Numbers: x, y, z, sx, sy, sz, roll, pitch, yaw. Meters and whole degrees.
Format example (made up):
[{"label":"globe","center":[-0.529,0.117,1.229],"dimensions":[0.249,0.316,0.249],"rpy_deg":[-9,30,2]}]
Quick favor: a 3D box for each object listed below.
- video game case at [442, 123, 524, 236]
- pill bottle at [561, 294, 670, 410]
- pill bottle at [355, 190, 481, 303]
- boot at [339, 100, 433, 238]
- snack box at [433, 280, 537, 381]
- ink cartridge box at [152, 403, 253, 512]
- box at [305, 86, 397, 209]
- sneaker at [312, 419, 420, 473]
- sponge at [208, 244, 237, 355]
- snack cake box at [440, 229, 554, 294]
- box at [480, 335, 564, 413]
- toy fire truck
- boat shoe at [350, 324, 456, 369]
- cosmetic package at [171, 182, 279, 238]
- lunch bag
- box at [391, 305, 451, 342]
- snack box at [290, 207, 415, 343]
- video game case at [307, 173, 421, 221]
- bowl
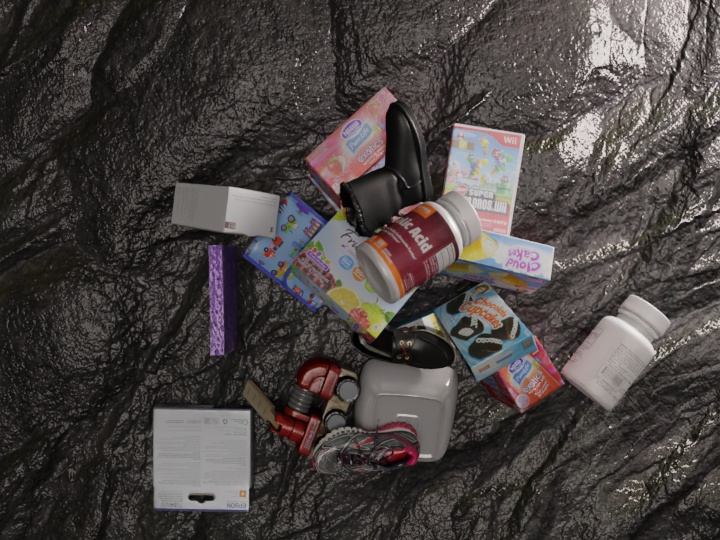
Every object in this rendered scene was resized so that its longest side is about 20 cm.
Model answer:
[{"label":"video game case","center":[0.235,-0.173,1.222],"dimensions":[0.140,0.017,0.204],"rpy_deg":[9,91,1]},{"label":"pill bottle","center":[0.485,0.152,1.187],"dimensions":[0.114,0.114,0.201],"rpy_deg":[39,92,-1]},{"label":"pill bottle","center":[0.101,-0.043,1.061],"dimensions":[0.198,0.114,0.115],"rpy_deg":[-33,91,-14]},{"label":"boot","center":[0.035,-0.166,1.070],"dimensions":[0.161,0.073,0.201],"rpy_deg":[-30,122,-19]},{"label":"snack box","center":[0.213,0.101,1.100],"dimensions":[0.115,0.201,0.037],"rpy_deg":[-29,117,1]},{"label":"ink cartridge box","center":[-0.309,0.368,1.235],"dimensions":[0.195,0.041,0.204],"rpy_deg":[2,92,0]},{"label":"box","center":[0.002,-0.223,1.157],"dimensions":[0.200,0.103,0.095],"rpy_deg":[-43,84,-4]},{"label":"sneaker","center":[0.009,0.324,1.121],"dimensions":[0.196,0.075,0.082],"rpy_deg":[-13,107,1]},{"label":"sponge","center":[-0.260,0.054,1.192],"dimensions":[0.029,0.112,0.204],"rpy_deg":[-1,91,2]},{"label":"snack cake box","center":[0.248,-0.020,1.179],"dimensions":[0.196,0.115,0.068],"rpy_deg":[13,73,1]},{"label":"box","center":[0.273,0.177,1.144],"dimensions":[0.095,0.200,0.101],"rpy_deg":[-32,91,-5]},{"label":"toy fire truck","center":[-0.120,0.244,1.203],"dimensions":[0.197,0.129,0.179],"rpy_deg":[21,91,-10]},{"label":"boat shoe","center":[0.076,0.142,1.148],"dimensions":[0.198,0.063,0.075],"rpy_deg":[13,108,26]},{"label":"cosmetic package","center":[-0.247,-0.109,1.136],"dimensions":[0.198,0.112,0.083],"rpy_deg":[9,93,45]},{"label":"lunch bag","center":[-0.106,-0.029,1.211],"dimensions":[0.199,0.094,0.151],"rpy_deg":[39,88,-12]},{"label":"box","center":[0.146,0.120,1.221],"dimensions":[0.197,0.049,0.084],"rpy_deg":[-23,91,1]},{"label":"snack box","center":[0.000,0.000,1.131],"dimensions":[0.200,0.068,0.169],"rpy_deg":[42,72,3]},{"label":"video game case","center":[0.013,-0.150,1.207],"dimensions":[0.142,0.017,0.201],"rpy_deg":[-39,83,-5]},{"label":"bowl","center":[0.085,0.277,1.189],"dimensions":[0.196,0.075,0.204],"rpy_deg":[7,110,0]}]
